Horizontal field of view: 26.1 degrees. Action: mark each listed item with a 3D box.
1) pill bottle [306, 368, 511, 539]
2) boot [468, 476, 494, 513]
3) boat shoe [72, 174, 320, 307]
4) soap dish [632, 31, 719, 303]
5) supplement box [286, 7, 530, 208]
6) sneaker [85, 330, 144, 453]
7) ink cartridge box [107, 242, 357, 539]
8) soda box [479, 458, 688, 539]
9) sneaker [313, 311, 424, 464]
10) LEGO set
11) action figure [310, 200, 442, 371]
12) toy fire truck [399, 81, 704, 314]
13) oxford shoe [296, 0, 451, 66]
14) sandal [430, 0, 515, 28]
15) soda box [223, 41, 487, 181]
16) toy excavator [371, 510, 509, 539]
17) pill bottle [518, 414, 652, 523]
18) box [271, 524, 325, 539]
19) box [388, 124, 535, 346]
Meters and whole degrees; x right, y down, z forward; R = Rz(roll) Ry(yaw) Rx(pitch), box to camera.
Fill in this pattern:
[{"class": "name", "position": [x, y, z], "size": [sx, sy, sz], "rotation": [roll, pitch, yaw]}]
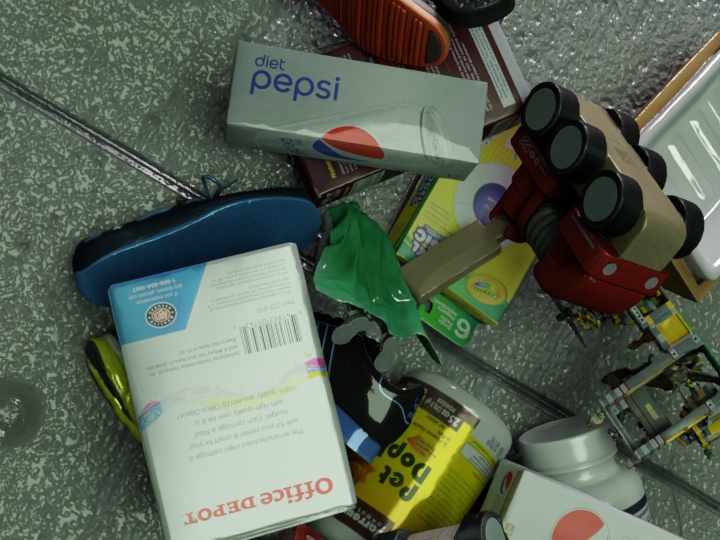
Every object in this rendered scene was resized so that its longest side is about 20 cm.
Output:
[{"class": "pill bottle", "position": [0.030, 0.188, 1.273], "size": [0.109, 0.109, 0.201], "rotation": [39, 76, -16]}, {"class": "boot", "position": [0.112, 0.287, 1.314], "size": [0.155, 0.073, 0.201], "rotation": [38, 90, -17]}, {"class": "boat shoe", "position": [-0.132, -0.035, 1.226], "size": [0.198, 0.069, 0.085], "rotation": [-11, 123, -18]}, {"class": "soap dish", "position": [0.296, -0.091, 1.376], "size": [0.200, 0.081, 0.158], "rotation": [-44, 105, -32]}, {"class": "supplement box", "position": [0.030, -0.139, 1.278], "size": [0.198, 0.061, 0.110], "rotation": [-22, 83, -12]}, {"class": "sneaker", "position": [-0.134, 0.122, 1.228], "size": [0.084, 0.074, 0.201], "rotation": [-34, 101, -19]}, {"class": "ink cartridge box", "position": [-0.096, 0.096, 1.157], "size": [0.143, 0.085, 0.202], "rotation": [-13, 85, -9]}, {"class": "soda box", "position": [0.194, 0.223, 1.248], "size": [0.198, 0.064, 0.069], "rotation": [25, 86, -11]}, {"class": "sneaker", "position": [-0.037, 0.060, 1.244], "size": [0.200, 0.070, 0.078], "rotation": [43, 85, 7]}, {"class": "LEGO set", "position": [0.227, 0.085, 1.317], "size": [0.115, 0.154, 0.201], "rotation": [-34, 81, 1]}, {"class": "action figure", "position": [0.000, 0.000, 1.228], "size": [0.118, 0.201, 0.055], "rotation": [36, 111, -22]}, {"class": "toy fire truck", "position": [0.142, -0.027, 1.238], "size": [0.128, 0.177, 0.201], "rotation": [16, 123, -35]}, {"class": "oxford shoe", "position": [0.003, -0.234, 1.245], "size": [0.199, 0.072, 0.072], "rotation": [37, 54, 21]}, {"class": "sandal", "position": [0.074, -0.241, 1.272], "size": [0.075, 0.201, 0.048], "rotation": [-16, 128, 0]}, {"class": "soda box", "position": [-0.004, -0.122, 1.206], "size": [0.198, 0.063, 0.069], "rotation": [9, 79, -5]}, {"class": "toy excavator", "position": [0.088, 0.280, 1.184], "size": [0.099, 0.195, 0.202], "rotation": [-16, 104, 24]}, {"class": "pill bottle", "position": [0.198, 0.232, 1.338], "size": [0.110, 0.111, 0.202], "rotation": [-16, 95, -21]}, {"class": "box", "position": [-0.083, 0.296, 1.184], "size": [0.100, 0.096, 0.200], "rotation": [41, 115, -16]}, {"class": "box", "position": [0.100, -0.045, 1.338], "size": [0.117, 0.048, 0.201], "rotation": [33, 80, -17]}]
